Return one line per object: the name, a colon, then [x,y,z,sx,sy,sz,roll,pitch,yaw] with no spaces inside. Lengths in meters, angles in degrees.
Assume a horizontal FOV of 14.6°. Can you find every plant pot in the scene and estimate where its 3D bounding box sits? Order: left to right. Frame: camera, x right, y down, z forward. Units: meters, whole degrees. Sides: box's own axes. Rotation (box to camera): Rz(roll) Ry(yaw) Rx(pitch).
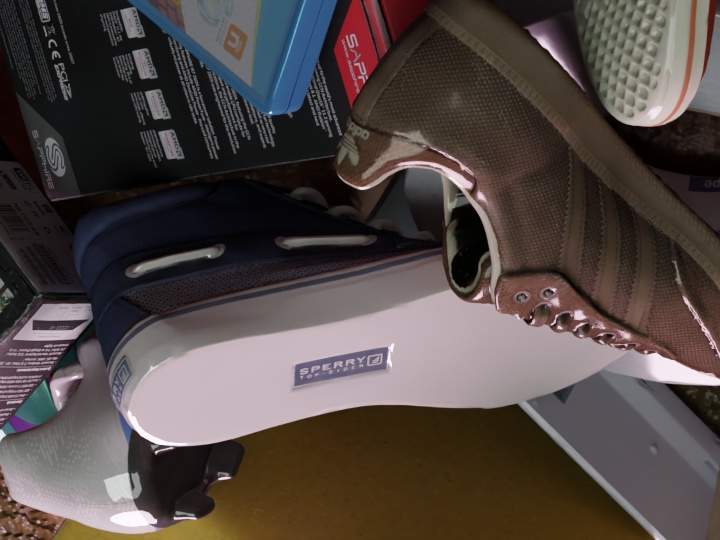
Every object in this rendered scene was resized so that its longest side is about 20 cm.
plant pot: [-0.025,0.139,1.143,0.200,0.196,0.194,37,128,1]

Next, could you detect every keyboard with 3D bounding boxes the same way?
keyboard: [0.078,0.036,1.116,0.200,0.056,0.011,44,149,-17]

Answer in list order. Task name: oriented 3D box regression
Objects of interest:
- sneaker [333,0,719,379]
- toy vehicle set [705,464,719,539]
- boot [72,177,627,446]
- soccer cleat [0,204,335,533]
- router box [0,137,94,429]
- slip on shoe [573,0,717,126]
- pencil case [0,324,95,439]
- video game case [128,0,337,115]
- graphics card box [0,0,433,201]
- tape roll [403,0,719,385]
sneaker: [0.066,-0.012,0.934,0.076,0.070,0.200,-45,124,2]
toy vehicle set: [0.167,0.159,1.136,0.026,0.124,0.200,0,125,16]
boot: [0.000,0.000,1.002,0.200,0.090,0.073,-6,136,-19]
soccer cleat: [-0.066,0.029,1.069,0.086,0.200,0.070,2,118,27]
router box: [-0.203,-0.014,1.081,0.149,0.051,0.200,-47,67,23]
slip on shoe: [0.113,-0.141,0.904,0.061,0.200,0.074,16,165,-23]
pencil case: [-0.190,0.046,1.184,0.200,0.085,0.092,-10,133,23]
video game case: [-0.069,-0.163,0.936,0.200,0.018,0.143,40,125,32]
graphics card box: [-0.052,-0.097,0.994,0.200,0.051,0.126,-8,103,46]
tape roll: [0.118,-0.045,1.011,0.200,0.066,0.201,8,140,7]
